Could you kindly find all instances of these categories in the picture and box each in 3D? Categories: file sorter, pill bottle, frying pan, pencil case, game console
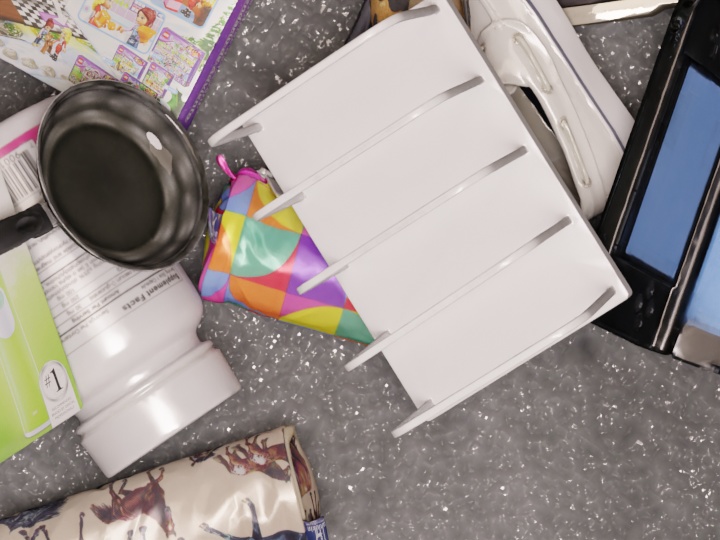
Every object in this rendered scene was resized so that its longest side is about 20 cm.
[{"bbox_3d":[0.030,-0.027,1.622,0.138,0.125,0.201,-32,90,16],"label":"file sorter"},{"bbox_3d":[-0.162,0.011,1.722,0.113,0.113,0.201,-33,90,-2],"label":"pill bottle"},{"bbox_3d":[-0.150,-0.026,1.648,0.115,0.031,0.190,43,49,-15],"label":"frying pan"},{"bbox_3d":[0.000,0.000,1.743,0.199,0.088,0.089,17,88,-3],"label":"pencil case"},{"bbox_3d":[-0.118,0.160,1.737,0.199,0.078,0.090,-17,89,-2],"label":"pencil case"},{"bbox_3d":[0.231,-0.040,1.738,0.116,0.176,0.201,18,87,27],"label":"game console"}]

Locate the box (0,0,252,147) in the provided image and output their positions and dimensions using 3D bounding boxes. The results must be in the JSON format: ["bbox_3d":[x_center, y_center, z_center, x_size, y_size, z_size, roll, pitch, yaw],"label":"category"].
[{"bbox_3d":[-0.164,-0.177,1.741,0.199,0.039,0.137,29,95,8],"label":"box"}]

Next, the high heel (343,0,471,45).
[{"bbox_3d":[0.049,-0.098,1.686,0.071,0.143,0.201,-13,62,-25],"label":"high heel"}]

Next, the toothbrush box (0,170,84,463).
[{"bbox_3d":[-0.254,0.017,1.619,0.145,0.086,0.201,-33,111,-44],"label":"toothbrush box"}]

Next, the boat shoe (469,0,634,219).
[{"bbox_3d":[0.087,-0.116,1.749,0.066,0.072,0.200,-39,98,-30],"label":"boat shoe"}]

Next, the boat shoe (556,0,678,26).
[{"bbox_3d":[0.205,-0.189,1.759,0.199,0.073,0.063,-11,92,3],"label":"boat shoe"}]
